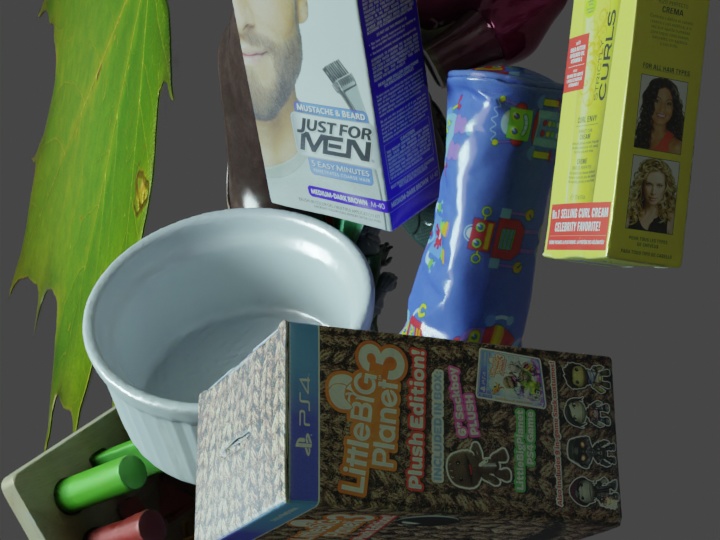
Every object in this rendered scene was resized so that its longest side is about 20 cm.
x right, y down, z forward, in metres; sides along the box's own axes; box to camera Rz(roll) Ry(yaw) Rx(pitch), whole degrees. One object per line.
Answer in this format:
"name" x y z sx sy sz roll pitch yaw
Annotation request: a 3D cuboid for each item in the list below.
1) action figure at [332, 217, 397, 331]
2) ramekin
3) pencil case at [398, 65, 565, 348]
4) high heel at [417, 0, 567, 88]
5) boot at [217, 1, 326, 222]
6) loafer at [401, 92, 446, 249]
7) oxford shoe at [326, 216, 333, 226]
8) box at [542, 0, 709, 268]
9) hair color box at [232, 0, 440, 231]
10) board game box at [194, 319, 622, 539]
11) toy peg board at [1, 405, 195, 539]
"action figure" 0.000 0.000 1.157 0.118 0.054 0.201 -101 13 -70
"ramekin" -0.084 0.056 1.064 0.201 0.200 0.098 -109 8 -49
"pencil case" 0.075 -0.028 0.957 0.087 0.078 0.201 -135 55 -74
"high heel" 0.085 -0.169 1.050 0.068 0.096 0.200 61 -176 -19
"boot" -0.067 -0.105 1.120 0.166 0.072 0.201 101 156 -67
"loafer" 0.032 -0.112 1.050 0.072 0.063 0.201 -7 113 55
"oxford shoe" -0.018 -0.094 1.233 0.073 0.071 0.201 -152 70 -73
"box" 0.147 -0.103 0.833 0.075 0.050 0.201 -175 91 -68
"hair color box" -0.018 -0.133 0.982 0.109 0.065 0.201 14 125 38
"board game box" 0.023 0.106 0.880 0.159 0.199 0.097 139 134 -61
"toy peg board" -0.126 0.188 1.145 0.098 0.200 0.200 -24 96 41
